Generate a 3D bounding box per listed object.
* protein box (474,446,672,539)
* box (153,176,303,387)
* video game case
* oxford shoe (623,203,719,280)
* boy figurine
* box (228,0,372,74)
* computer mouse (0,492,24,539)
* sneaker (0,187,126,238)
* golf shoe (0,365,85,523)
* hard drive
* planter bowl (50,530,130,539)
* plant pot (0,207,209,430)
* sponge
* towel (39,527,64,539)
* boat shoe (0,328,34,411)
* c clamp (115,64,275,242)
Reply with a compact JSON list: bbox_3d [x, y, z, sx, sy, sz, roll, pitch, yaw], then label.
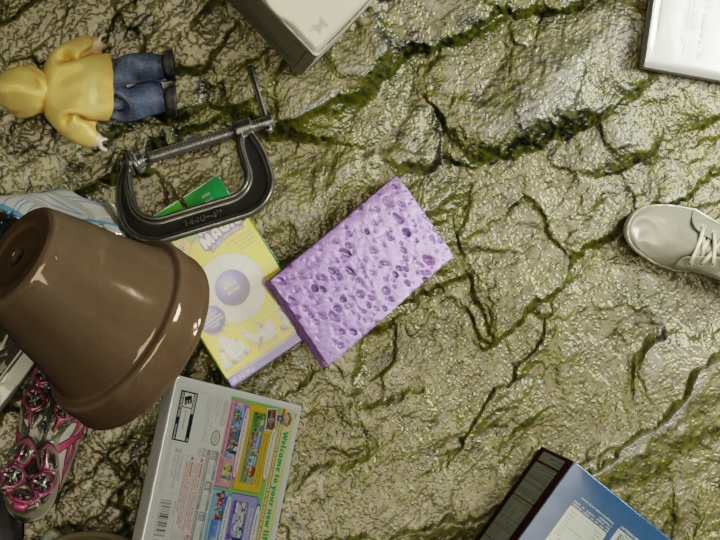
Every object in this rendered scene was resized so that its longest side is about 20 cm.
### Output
[{"bbox_3d":[0.230,0.339,1.706,0.198,0.135,0.201,38,86,-7],"label":"protein box"},{"bbox_3d":[-0.146,0.010,1.689,0.117,0.048,0.201,-33,93,-7],"label":"box"},{"bbox_3d":[-0.152,0.225,1.651,0.181,0.022,0.203,18,80,-43],"label":"video game case"},{"bbox_3d":[0.394,-0.025,1.765,0.198,0.058,0.076,20,90,-6],"label":"oxford shoe"},{"bbox_3d":[-0.294,-0.188,1.665,0.197,0.064,0.126,-6,92,-7],"label":"boy figurine"},{"bbox_3d":[-0.061,-0.294,1.626,0.109,0.200,0.128,-45,96,-4],"label":"box"},{"bbox_3d":[-0.403,0.221,1.669,0.058,0.034,0.203,-14,92,-6],"label":"computer mouse"},{"bbox_3d":[-0.345,-0.054,1.650,0.198,0.087,0.075,10,130,-22],"label":"sneaker"},{"bbox_3d":[-0.331,0.169,1.660,0.072,0.092,0.202,19,66,1],"label":"golf shoe"},{"bbox_3d":[0.423,-0.280,1.781,0.197,0.027,0.134,9,89,-7],"label":"hard drive"},{"bbox_3d":[-0.279,0.376,1.593,0.197,0.135,0.203,0,88,-9],"label":"planter bowl"},{"bbox_3d":[-0.278,0.031,1.545,0.174,0.200,0.201,37,85,-34],"label":"plant pot"},{"bbox_3d":[0.000,0.000,1.693,0.200,0.030,0.112,-40,97,-24],"label":"sponge"},{"bbox_3d":[-0.309,0.405,1.679,0.199,0.048,0.172,39,82,-6],"label":"towel"},{"bbox_3d":[-0.368,0.077,1.657,0.063,0.071,0.201,33,77,-5],"label":"boat shoe"},{"bbox_3d":[-0.176,-0.114,1.676,0.198,0.027,0.172,-22,66,-7],"label":"c clamp"}]
